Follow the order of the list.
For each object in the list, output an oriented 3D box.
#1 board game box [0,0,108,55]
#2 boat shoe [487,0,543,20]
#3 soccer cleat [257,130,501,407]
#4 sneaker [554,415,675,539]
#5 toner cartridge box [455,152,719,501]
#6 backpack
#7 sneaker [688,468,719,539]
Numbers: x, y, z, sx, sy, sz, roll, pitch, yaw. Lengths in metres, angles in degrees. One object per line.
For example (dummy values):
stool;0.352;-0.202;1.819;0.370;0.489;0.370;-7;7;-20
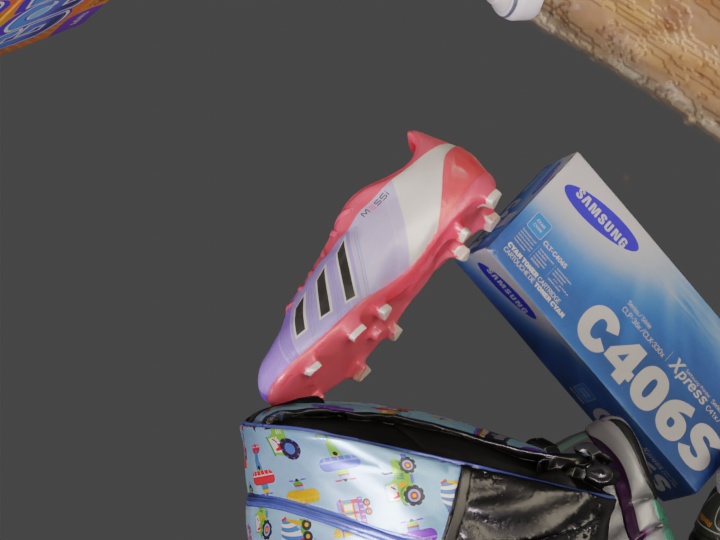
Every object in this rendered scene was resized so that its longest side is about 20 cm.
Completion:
board game box;-0.237;-0.215;1.354;0.199;0.200;0.200;-25;90;-28
boat shoe;0.059;-0.244;1.581;0.065;0.074;0.201;-10;73;-22
soccer cleat;0.000;0.000;1.506;0.076;0.067;0.200;37;68;20
sneaker;0.152;0.190;1.519;0.087;0.074;0.201;-22;72;5
toner cartridge box;0.159;0.035;1.576;0.200;0.043;0.095;48;63;-8
backpack;0.024;0.142;1.418;0.199;0.183;0.135;13;87;-7
sneaker;0.276;0.181;1.593;0.200;0.080;0.086;30;99;-25
